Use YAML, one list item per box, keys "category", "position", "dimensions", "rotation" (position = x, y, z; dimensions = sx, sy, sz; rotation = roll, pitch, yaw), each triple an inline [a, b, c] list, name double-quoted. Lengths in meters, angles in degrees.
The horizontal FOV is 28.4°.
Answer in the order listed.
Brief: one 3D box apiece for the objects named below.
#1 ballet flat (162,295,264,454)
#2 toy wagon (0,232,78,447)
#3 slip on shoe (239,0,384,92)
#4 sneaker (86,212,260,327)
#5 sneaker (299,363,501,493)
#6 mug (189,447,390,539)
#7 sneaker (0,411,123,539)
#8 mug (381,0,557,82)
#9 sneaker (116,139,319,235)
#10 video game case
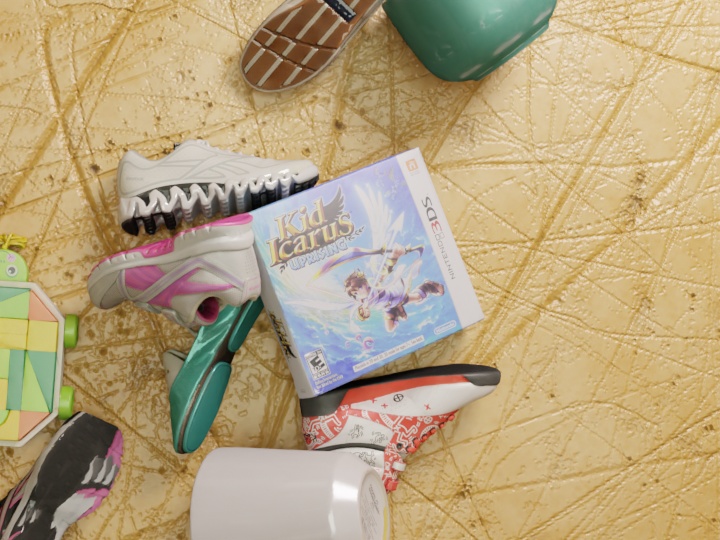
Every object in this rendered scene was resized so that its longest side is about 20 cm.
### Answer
- category: "ballet flat"
  position: [-0.150, 0.075, 1.370]
  dimensions: [0.070, 0.067, 0.202]
  rotation: [24, 86, 18]
- category: "toy wagon"
  position: [-0.347, 0.064, 1.352]
  dimensions: [0.153, 0.040, 0.203]
  rotation: [4, 89, -7]
- category: "slip on shoe"
  position: [-0.035, -0.251, 1.381]
  dimensions: [0.076, 0.061, 0.200]
  rotation: [43, 106, -6]
- category: "sneaker"
  position: [-0.173, 0.014, 1.315]
  dimensions: [0.199, 0.081, 0.089]
  rotation: [-16, 93, 36]
- category: "sneaker"
  position: [0.044, 0.156, 1.385]
  dimensions: [0.199, 0.067, 0.109]
  rotation: [-9, 94, -6]
- category: "mug"
  position: [-0.050, 0.234, 1.320]
  dimensions: [0.152, 0.186, 0.151]
  rotation: [-9, 74, 20]
- category: "sneaker"
  position: [-0.306, 0.217, 1.338]
  dimensions: [0.080, 0.086, 0.201]
  rotation: [49, 61, -32]
- category: "mug"
  position: [0.125, -0.261, 1.354]
  dimensions: [0.184, 0.152, 0.115]
  rotation: [-37, 96, -6]
- category: "sneaker"
  position: [-0.138, -0.091, 1.366]
  dimensions: [0.198, 0.075, 0.082]
  rotation: [-9, 72, -12]
- category: "video game case"
  position: [0.000, 0.000, 1.363]
  dimensions: [0.199, 0.045, 0.183]
  rotation: [-23, 91, -24]
